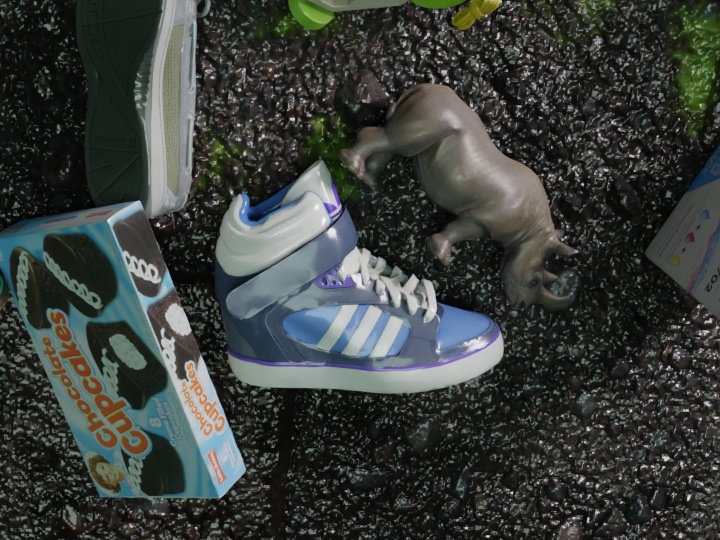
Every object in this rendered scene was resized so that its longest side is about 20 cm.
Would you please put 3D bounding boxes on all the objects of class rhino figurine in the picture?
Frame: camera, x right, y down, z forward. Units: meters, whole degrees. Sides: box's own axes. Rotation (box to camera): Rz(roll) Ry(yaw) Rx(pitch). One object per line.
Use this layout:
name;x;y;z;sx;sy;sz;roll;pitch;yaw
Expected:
rhino figurine;0.080;-0.044;0.886;0.087;0.060;0.200;-45;109;5

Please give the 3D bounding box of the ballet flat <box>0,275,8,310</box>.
ballet flat;-0.332;0.007;0.851;0.197;0.068;0.073;16;125;-11

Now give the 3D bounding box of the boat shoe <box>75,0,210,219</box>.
boat shoe;-0.135;-0.133;0.834;0.074;0.065;0.205;10;105;30

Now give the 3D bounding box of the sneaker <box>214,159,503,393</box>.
sneaker;0.000;0.000;0.876;0.197;0.081;0.148;-2;111;-1

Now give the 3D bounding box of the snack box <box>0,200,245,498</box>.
snack box;-0.161;0.058;0.866;0.115;0.037;0.202;-6;112;35

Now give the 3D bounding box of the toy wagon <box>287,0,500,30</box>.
toy wagon;0.002;-0.203;0.794;0.198;0.040;0.154;17;150;-36

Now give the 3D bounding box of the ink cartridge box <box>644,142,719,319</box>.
ink cartridge box;0.271;-0.015;0.844;0.067;0.200;0.116;30;101;-14
